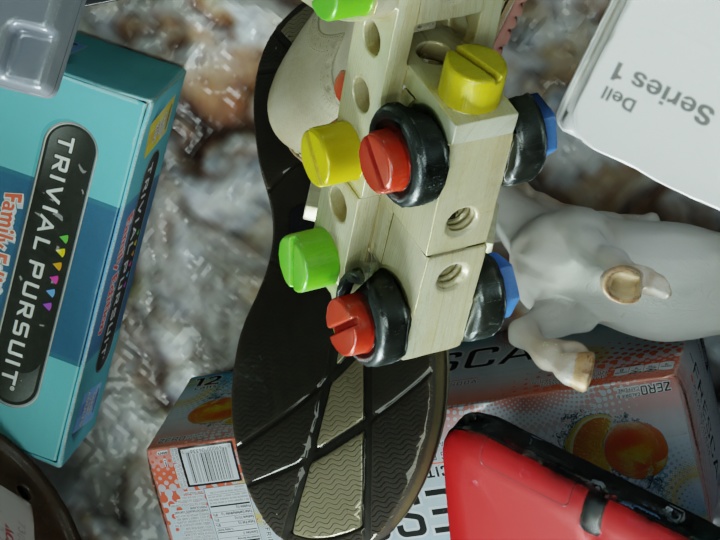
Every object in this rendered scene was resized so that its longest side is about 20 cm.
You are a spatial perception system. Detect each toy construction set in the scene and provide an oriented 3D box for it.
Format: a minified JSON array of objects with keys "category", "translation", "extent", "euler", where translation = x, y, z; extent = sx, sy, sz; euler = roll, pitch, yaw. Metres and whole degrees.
[{"category":"toy construction set","translation":[0.006,-0.051,0.827],"extent":[0.092,0.131,0.200],"euler":[-24,141,-15]}]

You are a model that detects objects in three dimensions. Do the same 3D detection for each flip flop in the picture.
[{"category":"flip flop","translation":[0.000,0.000,0.971],"extent":[0.081,0.058,0.200],"euler":[-12,68,26]}]

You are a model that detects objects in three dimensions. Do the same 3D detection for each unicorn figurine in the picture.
[{"category":"unicorn figurine","translation":[0.095,-0.003,0.953],"extent":[0.200,0.137,0.074],"euler":[23,104,-11]}]

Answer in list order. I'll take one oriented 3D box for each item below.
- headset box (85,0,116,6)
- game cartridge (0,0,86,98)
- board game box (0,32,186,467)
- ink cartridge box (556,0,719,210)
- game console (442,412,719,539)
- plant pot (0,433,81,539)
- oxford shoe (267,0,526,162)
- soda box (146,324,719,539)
[{"category":"headset box","translation":[-0.095,-0.194,0.943],"extent":[0.149,0.077,0.200],"euler":[-10,106,17]},{"category":"game cartridge","translation":[-0.168,-0.141,0.890],"extent":[0.200,0.042,0.133],"euler":[16,81,15]},{"category":"board game box","translation":[-0.180,-0.032,1.039],"extent":[0.200,0.047,0.151],"euler":[19,112,6]},{"category":"ink cartridge box","translation":[0.154,-0.075,0.859],"extent":[0.145,0.200,0.084],"euler":[26,114,3]},{"category":"game console","translation":[0.132,0.113,0.976],"extent":[0.172,0.119,0.200],"euler":[26,145,26]},{"category":"plant pot","translation":[-0.203,0.143,1.031],"extent":[0.200,0.187,0.187],"euler":[-35,98,23]},{"category":"oxford shoe","translation":[0.020,-0.110,0.896],"extent":[0.200,0.074,0.071],"euler":[-49,48,32]},{"category":"soda box","translation":[0.028,0.066,1.013],"extent":[0.200,0.068,0.064],"euler":[-8,110,17]}]
